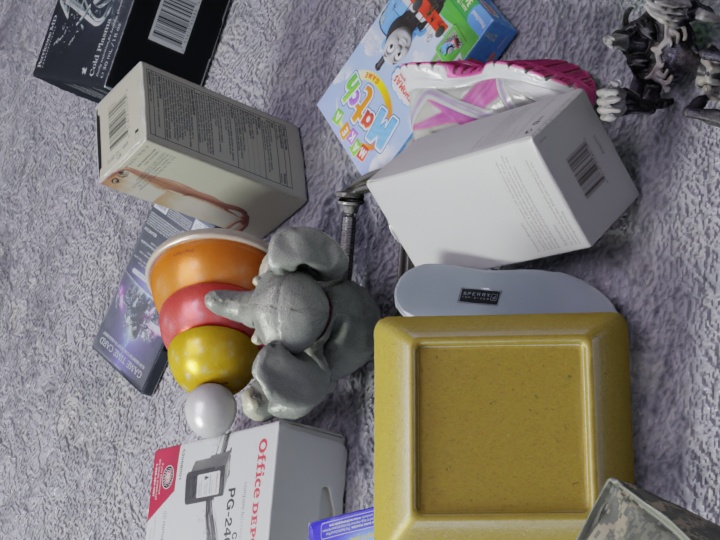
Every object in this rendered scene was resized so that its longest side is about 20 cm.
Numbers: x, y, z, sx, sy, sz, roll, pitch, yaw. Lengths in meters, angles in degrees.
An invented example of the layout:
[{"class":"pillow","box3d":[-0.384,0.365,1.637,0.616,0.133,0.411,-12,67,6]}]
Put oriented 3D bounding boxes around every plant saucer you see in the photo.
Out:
[{"class":"plant saucer","box3d":[0.107,0.122,1.316,0.199,0.048,0.201,-2,71,5]}]

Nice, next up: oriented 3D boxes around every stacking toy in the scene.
[{"class":"stacking toy","box3d":[-0.142,0.073,1.664,0.146,0.146,0.201,-34,39,38]}]

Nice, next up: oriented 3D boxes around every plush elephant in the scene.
[{"class":"plush elephant","box3d":[-0.061,0.044,1.538,0.199,0.155,0.166,2,73,39]}]

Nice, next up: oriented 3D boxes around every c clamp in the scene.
[{"class":"c clamp","box3d":[0.000,0.000,1.615,0.170,0.027,0.201,14,98,49]}]

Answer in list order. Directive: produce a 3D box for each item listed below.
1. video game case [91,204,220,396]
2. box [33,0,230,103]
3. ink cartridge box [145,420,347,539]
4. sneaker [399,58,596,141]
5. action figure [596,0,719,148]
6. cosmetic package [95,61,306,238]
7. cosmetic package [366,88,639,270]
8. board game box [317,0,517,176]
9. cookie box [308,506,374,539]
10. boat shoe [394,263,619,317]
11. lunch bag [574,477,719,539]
[{"class":"video game case","box3d":[-0.225,0.021,1.924,0.143,0.019,0.201,32,101,53]},{"class":"box","box3d":[-0.261,-0.292,2.029,0.196,0.124,0.201,15,86,55]},{"class":"ink cartridge box","box3d":[-0.111,0.229,1.627,0.200,0.083,0.146,-19,60,47]},{"class":"sneaker","box3d":[0.121,-0.138,1.515,0.199,0.081,0.089,6,100,45]},{"class":"action figure","box3d":[0.241,-0.163,1.349,0.200,0.102,0.119,37,115,51]},{"class":"cosmetic package","box3d":[-0.160,-0.117,1.753,0.087,0.199,0.104,-38,46,37]},{"class":"cosmetic package","box3d":[0.114,-0.067,1.441,0.199,0.108,0.085,-10,26,49]},{"class":"board game box","box3d":[0.049,-0.190,1.657,0.200,0.036,0.152,-54,40,21]},{"class":"cookie box","box3d":[0.032,0.290,1.378,0.171,0.075,0.201,-21,58,45]},{"class":"boat shoe","box3d":[0.125,0.044,1.427,0.198,0.068,0.074,4,64,28]},{"class":"lunch bag","box3d":[0.239,0.243,1.110,0.118,0.164,0.200,-59,37,6]}]
